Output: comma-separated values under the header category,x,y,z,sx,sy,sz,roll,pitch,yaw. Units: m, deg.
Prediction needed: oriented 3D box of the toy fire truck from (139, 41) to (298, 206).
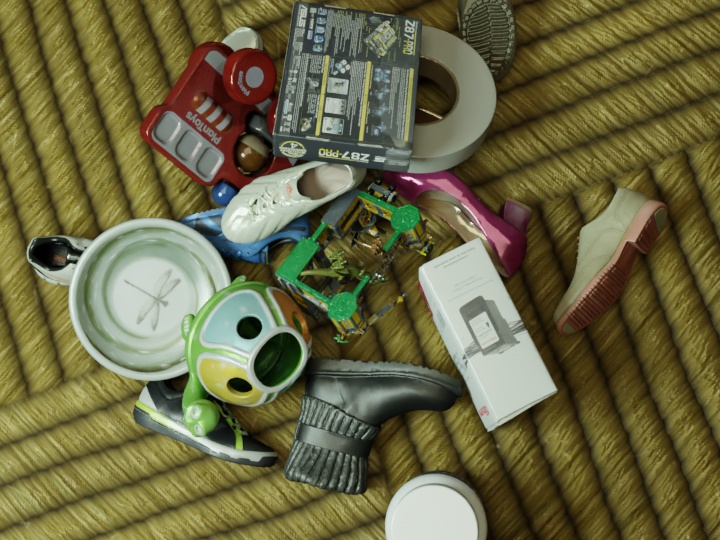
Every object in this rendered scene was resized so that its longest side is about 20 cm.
category,x,y,z,sx,sy,sz,roll,pitch,yaw
toy fire truck,-0.158,-0.174,1.363,0.112,0.200,0.169,22,75,49

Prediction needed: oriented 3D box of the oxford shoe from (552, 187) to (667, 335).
category,x,y,z,sx,sy,sz,roll,pitch,yaw
oxford shoe,0.293,-0.011,1.368,0.074,0.071,0.201,36,87,35

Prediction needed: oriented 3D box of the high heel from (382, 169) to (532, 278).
category,x,y,z,sx,sy,sz,roll,pitch,yaw
high heel,0.113,-0.062,1.377,0.198,0.067,0.097,22,63,-4

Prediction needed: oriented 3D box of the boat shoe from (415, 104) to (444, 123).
category,x,y,z,sx,sy,sz,roll,pitch,yaw
boat shoe,0.029,-0.187,1.406,0.198,0.074,0.076,15,83,8

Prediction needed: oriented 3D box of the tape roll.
category,x,y,z,sx,sy,sz,roll,pitch,yaw
tape roll,0.066,-0.212,1.354,0.201,0.037,0.205,3,61,-4

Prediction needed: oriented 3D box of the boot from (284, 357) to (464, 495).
category,x,y,z,sx,sy,sz,roll,pitch,yaw
boot,0.017,0.194,1.345,0.209,0.079,0.159,3,75,17

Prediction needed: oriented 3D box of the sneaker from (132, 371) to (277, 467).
category,x,y,z,sx,sy,sz,roll,pitch,yaw
sneaker,-0.189,0.180,1.374,0.198,0.072,0.083,21,82,8

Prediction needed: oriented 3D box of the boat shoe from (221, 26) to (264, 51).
category,x,y,z,sx,sy,sz,roll,pitch,yaw
boat shoe,-0.188,-0.232,1.436,0.074,0.068,0.201,27,84,11

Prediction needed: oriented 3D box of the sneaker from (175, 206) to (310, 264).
category,x,y,z,sx,sy,sz,roll,pitch,yaw
sneaker,-0.161,-0.040,1.407,0.198,0.066,0.079,-13,83,3

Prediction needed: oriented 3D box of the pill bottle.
category,x,y,z,sx,sy,sz,roll,pitch,yaw
pill bottle,0.087,0.289,1.265,0.115,0.200,0.117,-1,82,5

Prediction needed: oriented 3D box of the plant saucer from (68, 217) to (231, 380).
category,x,y,z,sx,sy,sz,roll,pitch,yaw
plant saucer,-0.258,0.033,1.376,0.198,0.050,0.202,-2,98,-11

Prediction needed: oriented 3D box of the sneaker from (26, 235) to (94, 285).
category,x,y,z,sx,sy,sz,roll,pitch,yaw
sneaker,-0.331,-0.003,1.412,0.198,0.080,0.074,6,80,5

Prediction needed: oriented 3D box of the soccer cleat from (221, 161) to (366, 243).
category,x,y,z,sx,sy,sz,roll,pitch,yaw
soccer cleat,-0.086,-0.090,1.326,0.199,0.078,0.070,-26,95,14

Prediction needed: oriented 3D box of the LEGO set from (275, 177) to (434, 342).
category,x,y,z,sx,sy,sz,roll,pitch,yaw
LEGO set,0.000,0.000,1.356,0.153,0.116,0.201,19,69,28

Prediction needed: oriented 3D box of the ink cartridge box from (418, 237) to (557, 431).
category,x,y,z,sx,sy,sz,roll,pitch,yaw
ink cartridge box,0.147,0.080,1.318,0.083,0.145,0.201,-26,80,-3

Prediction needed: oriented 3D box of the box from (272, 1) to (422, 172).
category,x,y,z,sx,sy,sz,roll,pitch,yaw
box,-0.013,-0.218,1.300,0.159,0.049,0.202,6,60,-1

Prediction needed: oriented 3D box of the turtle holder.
category,x,y,z,sx,sy,sz,roll,pitch,yaw
turtle holder,-0.142,0.097,1.316,0.184,0.131,0.142,-22,112,-27

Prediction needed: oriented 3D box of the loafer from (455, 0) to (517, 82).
category,x,y,z,sx,sy,sz,roll,pitch,yaw
loafer,0.159,-0.340,1.423,0.075,0.067,0.202,-5,97,8
